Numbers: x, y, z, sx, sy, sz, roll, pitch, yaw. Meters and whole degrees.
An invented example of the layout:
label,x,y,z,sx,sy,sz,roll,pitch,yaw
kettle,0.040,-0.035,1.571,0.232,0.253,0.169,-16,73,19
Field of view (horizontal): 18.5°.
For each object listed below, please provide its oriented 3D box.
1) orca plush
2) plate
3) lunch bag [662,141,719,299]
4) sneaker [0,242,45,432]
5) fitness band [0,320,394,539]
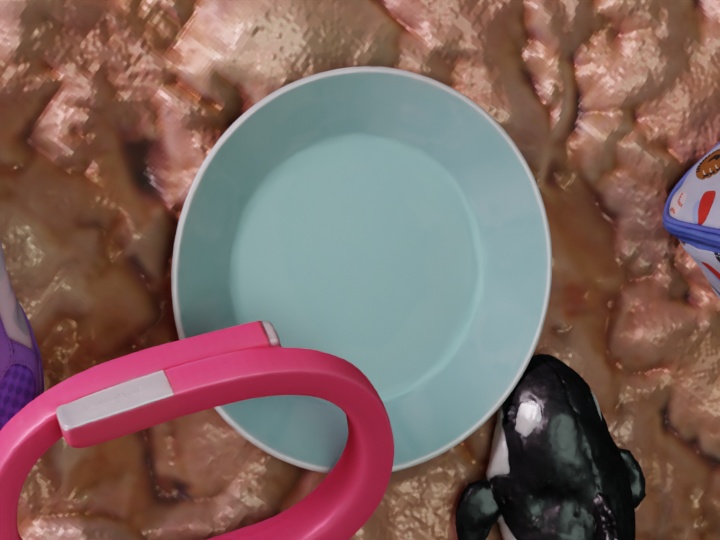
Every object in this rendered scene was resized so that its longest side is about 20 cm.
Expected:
label,x,y,z,sx,sy,sz,roll,pitch,yaw
orca plush,0.104,0.147,1.118,0.104,0.071,0.202,8,93,-20
plate,0.000,0.000,1.090,0.199,0.026,0.202,-2,97,-19
lunch bag,0.259,-0.059,1.104,0.200,0.160,0.076,-42,108,-10
sneaker,-0.190,0.003,0.989,0.080,0.088,0.201,-20,105,-19
fitness band,-0.082,0.098,1.034,0.199,0.038,0.144,-15,131,-11
